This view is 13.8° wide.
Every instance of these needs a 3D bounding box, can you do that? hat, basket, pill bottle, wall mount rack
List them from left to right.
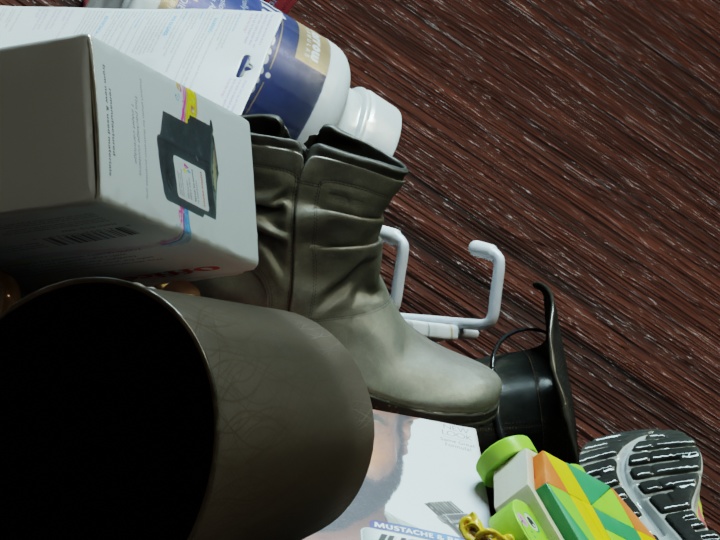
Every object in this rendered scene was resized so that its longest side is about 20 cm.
[{"bbox_3d":[-0.086,0.081,1.341,0.136,0.181,0.200,41,18,18],"label":"basket"},{"bbox_3d":[-0.077,-0.115,1.869,0.199,0.111,0.111,30,22,-21],"label":"pill bottle"},{"bbox_3d":[-0.015,0.000,1.806,0.173,0.075,0.200,5,-1,33],"label":"wall mount rack"},{"bbox_3d":[0.084,0.101,1.722,0.080,0.202,0.201,-8,27,1],"label":"hat"}]

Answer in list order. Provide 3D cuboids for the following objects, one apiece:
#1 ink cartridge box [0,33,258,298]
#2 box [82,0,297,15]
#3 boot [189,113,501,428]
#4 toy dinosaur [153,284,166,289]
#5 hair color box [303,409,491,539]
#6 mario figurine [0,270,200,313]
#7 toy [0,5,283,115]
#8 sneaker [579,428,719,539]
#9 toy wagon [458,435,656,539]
[{"bbox_3d":[-0.154,-0.046,1.467,0.200,0.145,0.083,24,60,-69],"label":"ink cartridge box"},{"bbox_3d":[-0.088,-0.212,1.934,0.102,0.200,0.095,31,22,-19],"label":"box"},{"bbox_3d":[0.000,0.000,1.581,0.199,0.131,0.068,19,15,-10],"label":"boot"},{"bbox_3d":[-0.071,0.010,1.664,0.060,0.106,0.201,42,61,-27],"label":"toy dinosaur"},{"bbox_3d":[0.008,0.144,1.490,0.110,0.064,0.200,10,25,-9],"label":"hair color box"},{"bbox_3d":[-0.128,0.027,1.494,0.199,0.106,0.124,18,27,-42],"label":"mario figurine"},{"bbox_3d":[-0.151,-0.105,1.689,0.199,0.047,0.115,5,38,11],"label":"toy"},{"bbox_3d":[0.175,0.171,1.766,0.078,0.091,0.200,-9,34,-1],"label":"sneaker"},{"bbox_3d":[0.113,0.152,1.491,0.200,0.039,0.156,32,24,-57],"label":"toy wagon"}]
